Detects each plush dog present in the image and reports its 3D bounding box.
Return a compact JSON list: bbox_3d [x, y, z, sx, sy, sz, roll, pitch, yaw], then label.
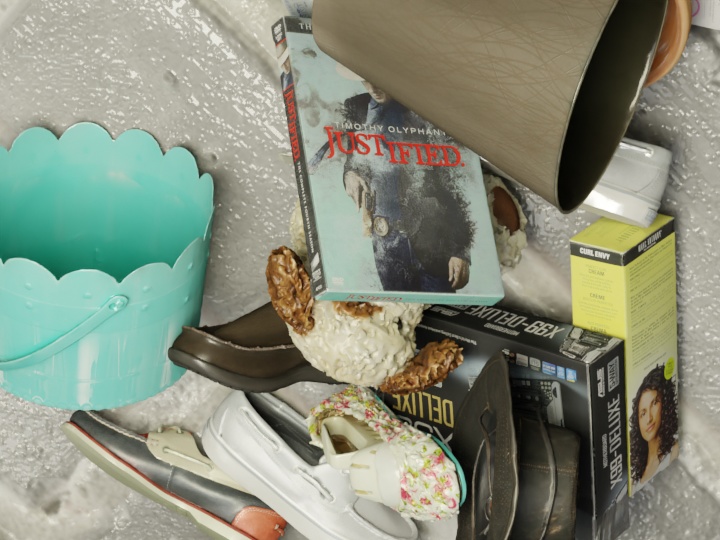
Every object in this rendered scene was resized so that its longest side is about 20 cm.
[{"bbox_3d":[0.000,0.000,1.608,0.199,0.173,0.160,30,145,-23],"label":"plush dog"}]

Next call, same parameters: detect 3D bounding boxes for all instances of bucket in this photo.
[{"bbox_3d":[-0.206,-0.002,1.672,0.205,0.208,0.136,12,123,9],"label":"bucket"}]

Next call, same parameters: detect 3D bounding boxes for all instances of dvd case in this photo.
[{"bbox_3d":[0.019,-0.074,1.535,0.145,0.202,0.022,3,156,-31],"label":"dvd case"}]

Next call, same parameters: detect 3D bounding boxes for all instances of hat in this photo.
[{"bbox_3d":[0.117,0.153,1.584,0.080,0.201,0.202,5,118,-9],"label":"hat"}]

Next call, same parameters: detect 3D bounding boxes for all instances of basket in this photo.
[{"bbox_3d":[0.079,-0.157,1.472,0.199,0.136,0.182,24,111,21],"label":"basket"}]

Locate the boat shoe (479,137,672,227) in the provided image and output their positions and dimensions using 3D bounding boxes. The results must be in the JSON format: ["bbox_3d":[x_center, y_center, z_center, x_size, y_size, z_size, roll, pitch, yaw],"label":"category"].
[{"bbox_3d":[0.127,-0.096,1.608,0.199,0.072,0.069,23,88,20],"label":"boat shoe"}]

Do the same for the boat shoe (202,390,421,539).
[{"bbox_3d":[-0.028,0.160,1.768,0.199,0.072,0.069,37,120,6],"label":"boat shoe"}]

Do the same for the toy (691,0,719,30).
[{"bbox_3d":[0.189,-0.235,1.527,0.198,0.047,0.116,14,138,18],"label":"toy"}]

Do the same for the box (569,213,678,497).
[{"bbox_3d":[0.196,0.060,1.654,0.050,0.075,0.202,14,121,36],"label":"box"}]

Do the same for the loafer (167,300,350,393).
[{"bbox_3d":[-0.063,0.046,1.677,0.073,0.199,0.072,19,103,38],"label":"loafer"}]

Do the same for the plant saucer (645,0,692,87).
[{"bbox_3d":[0.135,-0.202,1.528,0.199,0.038,0.201,21,147,14],"label":"plant saucer"}]

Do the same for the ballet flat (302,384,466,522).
[{"bbox_3d":[0.013,0.141,1.660,0.063,0.200,0.076,-11,106,-19],"label":"ballet flat"}]

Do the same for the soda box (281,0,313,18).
[{"bbox_3d":[-0.042,-0.250,1.533,0.063,0.069,0.201,-9,138,19],"label":"soda box"}]

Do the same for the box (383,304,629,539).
[{"bbox_3d":[0.105,0.106,1.675,0.199,0.050,0.159,17,122,37],"label":"box"}]

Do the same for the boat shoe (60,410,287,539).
[{"bbox_3d":[-0.146,0.161,1.810,0.199,0.071,0.063,30,77,3],"label":"boat shoe"}]
